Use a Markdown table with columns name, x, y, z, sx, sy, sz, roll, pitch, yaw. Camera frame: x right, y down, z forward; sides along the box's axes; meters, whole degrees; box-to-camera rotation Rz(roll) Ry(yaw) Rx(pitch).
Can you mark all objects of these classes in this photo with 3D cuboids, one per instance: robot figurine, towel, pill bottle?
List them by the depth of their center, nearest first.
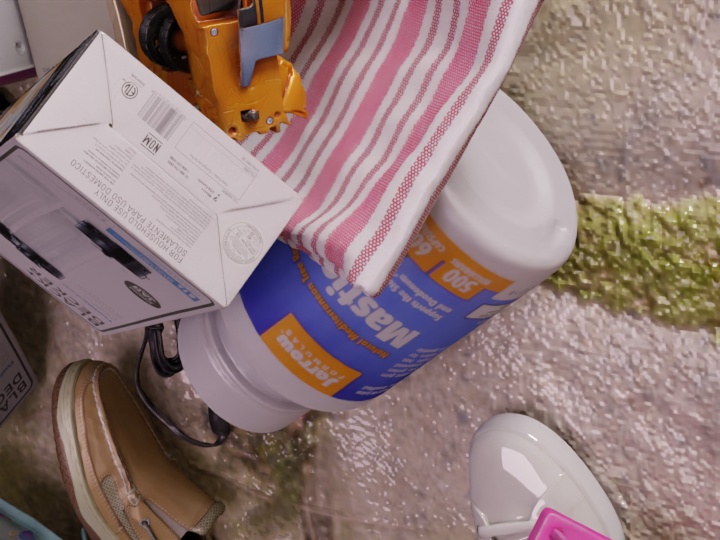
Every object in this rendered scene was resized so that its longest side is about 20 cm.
| name | x | y | z | sx | sy | sz | roll | pitch | yaw |
| --- | --- | --- | --- | --- | --- | --- | --- | --- | --- |
| robot figurine | -0.075 | -0.164 | 0.757 | 0.145 | 0.058 | 0.202 | 26 | 126 | 59 |
| towel | -0.007 | -0.080 | 0.773 | 0.147 | 0.030 | 0.200 | -62 | 31 | 3 |
| pill bottle | 0.000 | 0.000 | 0.838 | 0.200 | 0.112 | 0.112 | -38 | 84 | 35 |

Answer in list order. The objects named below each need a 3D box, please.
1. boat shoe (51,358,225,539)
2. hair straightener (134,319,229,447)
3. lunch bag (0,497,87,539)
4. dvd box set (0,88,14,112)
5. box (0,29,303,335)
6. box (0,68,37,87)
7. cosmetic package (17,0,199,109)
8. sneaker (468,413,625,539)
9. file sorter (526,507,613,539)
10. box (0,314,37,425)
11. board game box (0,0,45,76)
| name | x | y | z | sx | sy | sz | roll | pitch | yaw |
| --- | --- | --- | --- | --- | --- | --- | --- | --- | --- |
| boat shoe | -0.113 | 0.140 | 0.994 | 0.076 | 0.072 | 0.201 | -11 | 110 | 24 |
| hair straightener | -0.100 | 0.006 | 0.956 | 0.076 | 0.041 | 0.202 | 9 | 115 | 31 |
| lunch bag | -0.204 | 0.237 | 1.029 | 0.199 | 0.122 | 0.171 | 15 | 129 | 34 |
| dvd box set | -0.294 | -0.019 | 1.001 | 0.029 | 0.146 | 0.201 | 45 | 126 | 18 |
| box | -0.118 | -0.032 | 0.790 | 0.116 | 0.060 | 0.200 | 40 | 162 | -16 |
| box | -0.276 | -0.140 | 0.915 | 0.175 | 0.200 | 0.098 | 4 | 109 | 33 |
| cosmetic package | -0.122 | -0.177 | 0.860 | 0.073 | 0.103 | 0.202 | -3 | 106 | 38 |
| sneaker | 0.093 | 0.174 | 0.855 | 0.072 | 0.084 | 0.202 | -15 | 96 | 37 |
| file sorter | 0.108 | 0.238 | 0.766 | 0.138 | 0.125 | 0.201 | 27 | 92 | -7 |
| box | -0.261 | 0.043 | 0.956 | 0.060 | 0.117 | 0.201 | 28 | 154 | 21 |
| board game box | -0.198 | -0.196 | 0.843 | 0.026 | 0.200 | 0.202 | -5 | 104 | 37 |
